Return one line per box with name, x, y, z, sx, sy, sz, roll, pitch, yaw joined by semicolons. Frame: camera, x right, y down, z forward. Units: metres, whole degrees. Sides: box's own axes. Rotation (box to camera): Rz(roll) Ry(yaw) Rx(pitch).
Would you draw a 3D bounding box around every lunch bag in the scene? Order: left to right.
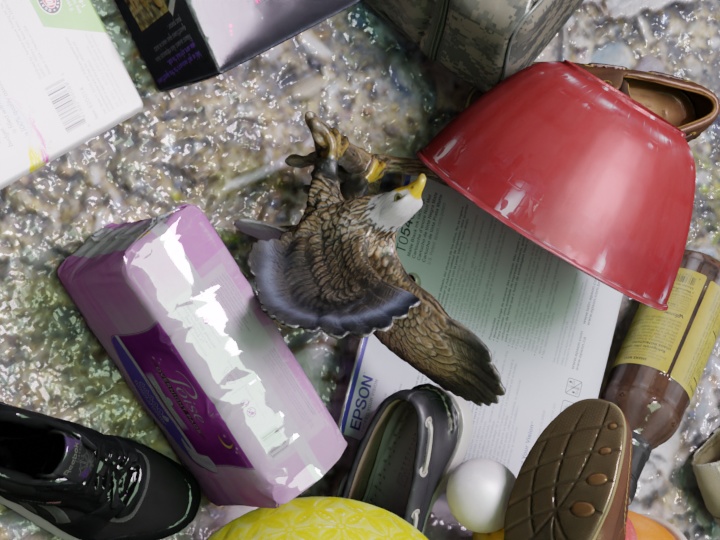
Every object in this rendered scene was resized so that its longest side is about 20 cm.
lunch bag;0.088;-0.247;1.560;0.168;0.139;0.200;35;69;8

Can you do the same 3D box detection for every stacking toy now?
stacking toy;0.126;0.186;1.522;0.200;0.146;0.146;47;66;-35

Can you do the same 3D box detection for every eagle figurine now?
eagle figurine;0.002;-0.004;1.446;0.152;0.151;0.200;-6;59;-8

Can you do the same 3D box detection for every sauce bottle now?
sauce bottle;0.212;0.079;1.632;0.065;0.065;0.200;40;61;-20

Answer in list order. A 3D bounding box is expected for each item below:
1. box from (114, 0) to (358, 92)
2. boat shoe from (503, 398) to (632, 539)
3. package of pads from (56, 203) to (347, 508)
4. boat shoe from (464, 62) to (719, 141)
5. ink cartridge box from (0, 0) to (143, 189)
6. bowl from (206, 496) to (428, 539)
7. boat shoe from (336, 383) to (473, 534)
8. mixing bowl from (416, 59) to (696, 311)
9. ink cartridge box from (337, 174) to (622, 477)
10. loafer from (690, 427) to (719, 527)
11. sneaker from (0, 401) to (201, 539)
box;-0.108;-0.235;1.470;0.122;0.106;0.200;-31;102;-26
boat shoe;0.134;0.183;1.446;0.068;0.072;0.200;27;76;-52
package of pads;-0.102;0.056;1.446;0.076;0.120;0.200;-38;104;-25
boat shoe;0.170;-0.119;1.625;0.200;0.068;0.072;-3;89;-28
ink cartridge box;-0.252;-0.104;1.406;0.200;0.067;0.117;-32;102;-27
bowl;-0.026;0.255;1.433;0.200;0.108;0.200;-3;109;-7
boat shoe;0.013;0.169;1.497;0.060;0.074;0.200;7;111;-56
mixing bowl;0.148;-0.071;1.498;0.200;0.200;0.108;27;100;-24
ink cartridge box;0.083;0.051;1.591;0.200;0.041;0.200;21;77;-25
loafer;0.320;0.104;1.695;0.068;0.076;0.200;46;68;-24
sneaker;-0.183;0.130;1.414;0.200;0.088;0.076;19;78;-26
